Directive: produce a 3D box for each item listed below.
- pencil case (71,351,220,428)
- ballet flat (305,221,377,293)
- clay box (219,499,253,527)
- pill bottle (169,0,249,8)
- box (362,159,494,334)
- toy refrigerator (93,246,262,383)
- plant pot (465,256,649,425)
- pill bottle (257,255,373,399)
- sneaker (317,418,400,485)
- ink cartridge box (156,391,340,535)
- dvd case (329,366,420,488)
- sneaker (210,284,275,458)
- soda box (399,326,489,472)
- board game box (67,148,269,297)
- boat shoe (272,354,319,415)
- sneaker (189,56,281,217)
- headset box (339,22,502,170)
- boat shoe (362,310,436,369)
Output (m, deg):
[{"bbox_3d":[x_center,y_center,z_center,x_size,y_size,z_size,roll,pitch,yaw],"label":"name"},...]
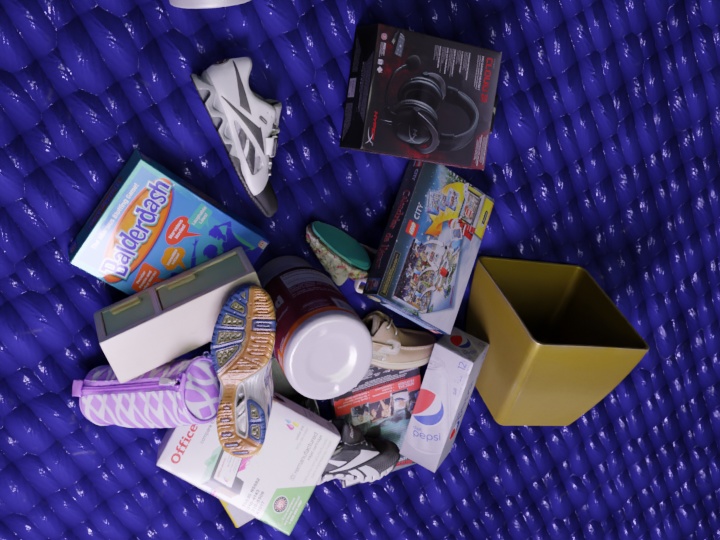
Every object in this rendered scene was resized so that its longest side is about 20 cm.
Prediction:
[{"bbox_3d":[-0.257,0.151,1.125,0.085,0.197,0.086,17,68,-54],"label":"pencil case"},{"bbox_3d":[0.000,0.000,1.237,0.198,0.076,0.064,24,121,-27],"label":"ballet flat"},{"bbox_3d":[-0.170,0.257,1.295,0.114,0.048,0.202,-28,120,-9],"label":"clay box"},{"bbox_3d":[-0.165,-0.385,0.956,0.112,0.114,0.203,-11,117,-18],"label":"pill bottle"},{"bbox_3d":[0.094,-0.034,1.231,0.135,0.037,0.203,28,75,-31],"label":"box"},{"bbox_3d":[-0.216,0.049,1.108,0.197,0.076,0.071,-25,123,-9],"label":"toy refrigerator"},{"bbox_3d":[0.260,0.116,1.339,0.197,0.201,0.179,4,123,-25],"label":"plant pot"},{"bbox_3d":[-0.069,0.064,1.157,0.112,0.200,0.116,-9,117,-19],"label":"pill bottle"},{"bbox_3d":[-0.016,0.254,1.312,0.197,0.066,0.092,2,118,-34],"label":"sneaker"},{"bbox_3d":[-0.147,0.226,1.195,0.198,0.084,0.146,30,87,-9],"label":"ink cartridge box"},{"bbox_3d":[0.027,0.223,1.381,0.144,0.022,0.203,-15,118,-16],"label":"dvd case"},{"bbox_3d":[-0.138,0.116,1.096,0.074,0.088,0.204,7,95,1],"label":"sneaker"},{"bbox_3d":[0.119,0.187,1.324,0.068,0.063,0.203,-36,146,-55],"label":"soda box"},{"bbox_3d":[-0.235,-0.031,1.133,0.199,0.045,0.153,32,99,-31],"label":"board game box"},{"bbox_3d":[-0.101,0.180,1.281,0.075,0.060,0.202,-30,122,-8],"label":"boat shoe"},{"bbox_3d":[-0.124,-0.160,1.103,0.087,0.074,0.202,-26,122,-8],"label":"sneaker"},{"bbox_3d":[0.084,-0.212,1.149,0.197,0.077,0.152,7,96,-24],"label":"headset box"},{"bbox_3d":[0.024,0.095,1.291,0.196,0.072,0.066,3,111,-21],"label":"boat shoe"}]
